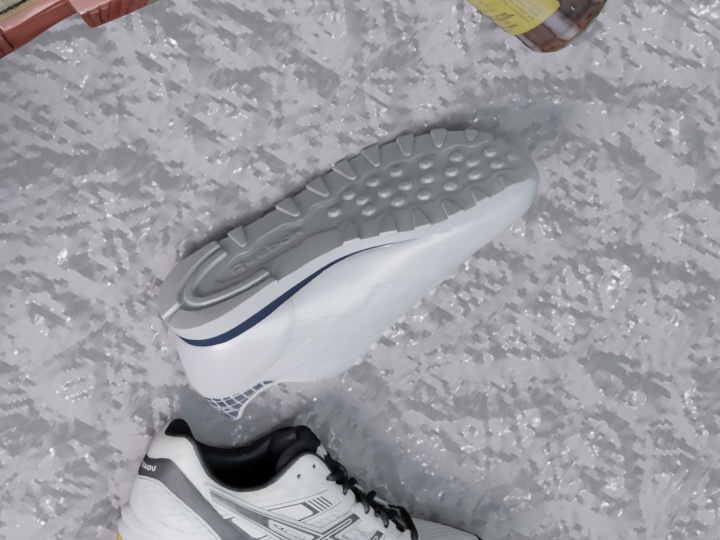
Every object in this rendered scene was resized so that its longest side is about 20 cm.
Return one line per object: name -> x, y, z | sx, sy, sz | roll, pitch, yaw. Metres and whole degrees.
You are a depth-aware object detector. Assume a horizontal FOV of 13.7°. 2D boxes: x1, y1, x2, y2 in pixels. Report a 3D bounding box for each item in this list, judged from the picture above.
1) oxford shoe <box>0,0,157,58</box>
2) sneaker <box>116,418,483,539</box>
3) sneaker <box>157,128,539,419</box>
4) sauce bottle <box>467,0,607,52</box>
oxford shoe -> -0.178, -0.135, 1.390 | 0.200, 0.071, 0.074 | -20, 87, -9
sneaker -> -0.019, 0.124, 1.508 | 0.200, 0.076, 0.088 | 9, 105, -20
sneaker -> 0.000, 0.000, 1.482 | 0.200, 0.076, 0.081 | -26, 125, -2
sauce bottle -> 0.033, -0.184, 1.426 | 0.200, 0.065, 0.065 | 38, 94, -24
